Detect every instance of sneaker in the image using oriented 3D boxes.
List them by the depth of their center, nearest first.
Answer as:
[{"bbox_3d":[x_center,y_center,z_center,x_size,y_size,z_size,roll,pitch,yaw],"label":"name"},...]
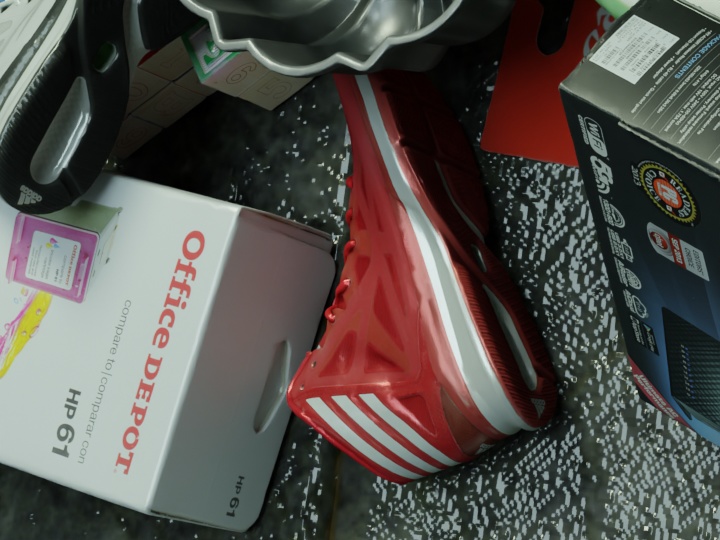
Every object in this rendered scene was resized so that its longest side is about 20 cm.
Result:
[{"bbox_3d":[0.000,0.000,1.172,0.115,0.078,0.201,-30,63,23],"label":"sneaker"},{"bbox_3d":[-0.134,-0.130,1.219,0.115,0.076,0.201,26,81,48],"label":"sneaker"}]

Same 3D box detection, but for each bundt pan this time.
[{"bbox_3d":[0.010,-0.174,1.131,0.201,0.076,0.203,-6,79,32],"label":"bundt pan"}]

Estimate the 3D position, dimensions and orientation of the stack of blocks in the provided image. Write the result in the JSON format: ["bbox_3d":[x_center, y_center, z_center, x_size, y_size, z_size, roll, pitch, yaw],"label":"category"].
[{"bbox_3d":[-0.067,-0.136,1.258,0.200,0.058,0.116,-35,63,22],"label":"stack of blocks"}]

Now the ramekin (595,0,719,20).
[{"bbox_3d":[0.169,-0.160,1.029,0.199,0.098,0.201,-9,73,31],"label":"ramekin"}]

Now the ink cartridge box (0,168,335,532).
[{"bbox_3d":[-0.127,0.026,1.244,0.199,0.085,0.145,15,87,34],"label":"ink cartridge box"}]

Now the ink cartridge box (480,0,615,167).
[{"bbox_3d":[0.142,-0.116,1.123,0.199,0.057,0.164,12,86,30],"label":"ink cartridge box"}]

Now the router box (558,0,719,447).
[{"bbox_3d":[0.163,0.007,0.988,0.150,0.200,0.062,31,66,35],"label":"router box"}]
